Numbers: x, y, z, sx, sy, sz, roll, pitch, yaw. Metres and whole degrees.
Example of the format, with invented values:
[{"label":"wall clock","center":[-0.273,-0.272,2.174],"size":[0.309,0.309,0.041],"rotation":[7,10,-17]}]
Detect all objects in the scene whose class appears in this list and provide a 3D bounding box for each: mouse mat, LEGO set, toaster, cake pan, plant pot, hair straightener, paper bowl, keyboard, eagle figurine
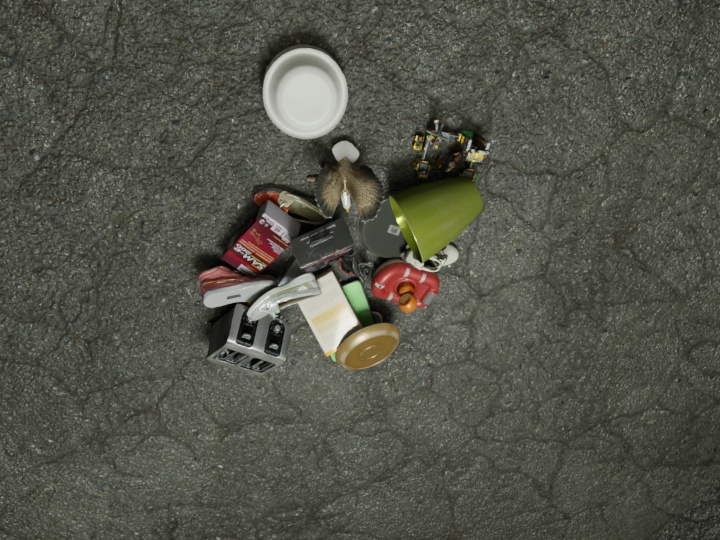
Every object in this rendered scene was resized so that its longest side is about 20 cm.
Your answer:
[{"label":"mouse mat","center":[-0.041,0.145,1.603],"size":[0.158,0.008,0.204],"rotation":[-20,97,2]},{"label":"LEGO set","center":[0.232,-0.283,1.426],"size":[0.196,0.116,0.156],"rotation":[14,114,-17]},{"label":"toaster","center":[-0.307,0.190,1.539],"size":[0.179,0.121,0.199],"rotation":[25,145,-28]},{"label":"cake pan","center":[0.088,-0.119,1.532],"size":[0.195,0.037,0.204],"rotation":[-5,118,-8]},{"label":"plant pot","center":[0.198,-0.148,1.417],"size":[0.197,0.188,0.189],"rotation":[-27,119,-1]},{"label":"hair straightener","center":[0.000,0.000,1.516],"size":[0.075,0.042,0.200],"rotation":[-5,163,12]},{"label":"plant pot","center":[0.025,0.219,1.575],"size":[0.196,0.028,0.202],"rotation":[-17,144,-13]},{"label":"paper bowl","center":[-0.127,-0.405,1.306],"size":[0.196,0.105,0.205],"rotation":[-5,120,-8]},{"label":"keyboard","center":[-0.194,0.036,1.578],"size":[0.056,0.011,0.201],"rotation":[31,108,-18]},{"label":"eagle figurine","center":[-0.036,-0.203,1.369],"size":[0.151,0.201,0.151],"rotation":[-38,115,8]}]

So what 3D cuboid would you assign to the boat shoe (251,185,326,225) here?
[{"label":"boat shoe","center":[-0.180,-0.162,1.446],"size":[0.196,0.063,0.072],"rotation":[15,116,-16]}]

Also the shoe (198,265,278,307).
[{"label":"shoe","center":[-0.314,0.031,1.461],"size":[0.196,0.092,0.072],"rotation":[-9,143,-22]}]

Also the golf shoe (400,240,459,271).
[{"label":"golf shoe","center":[0.202,-0.028,1.555],"size":[0.197,0.088,0.078],"rotation":[-1,128,-35]}]

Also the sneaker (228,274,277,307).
[{"label":"sneaker","center":[-0.318,0.064,1.521],"size":[0.195,0.090,0.071],"rotation":[-9,119,-6]}]

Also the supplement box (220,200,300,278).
[{"label":"supplement box","center":[-0.255,-0.074,1.446],"size":[0.108,0.062,0.199],"rotation":[35,126,-24]}]

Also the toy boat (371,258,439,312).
[{"label":"toy boat","center":[0.125,0.059,1.569],"size":[0.196,0.132,0.131],"rotation":[18,129,-19]}]

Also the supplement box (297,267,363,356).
[{"label":"supplement box","center":[-0.086,0.112,1.557],"size":[0.124,0.074,0.203],"rotation":[-26,100,3]}]

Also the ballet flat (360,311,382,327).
[{"label":"ballet flat","center":[-0.032,0.164,1.642],"size":[0.196,0.070,0.071],"rotation":[-16,120,1]}]

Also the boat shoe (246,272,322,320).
[{"label":"boat shoe","center":[-0.196,0.077,1.460],"size":[0.199,0.065,0.075],"rotation":[-28,165,-16]}]

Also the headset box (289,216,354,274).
[{"label":"headset box","center":[-0.094,-0.059,1.427],"size":[0.146,0.200,0.076],"rotation":[-24,86,-4]}]
